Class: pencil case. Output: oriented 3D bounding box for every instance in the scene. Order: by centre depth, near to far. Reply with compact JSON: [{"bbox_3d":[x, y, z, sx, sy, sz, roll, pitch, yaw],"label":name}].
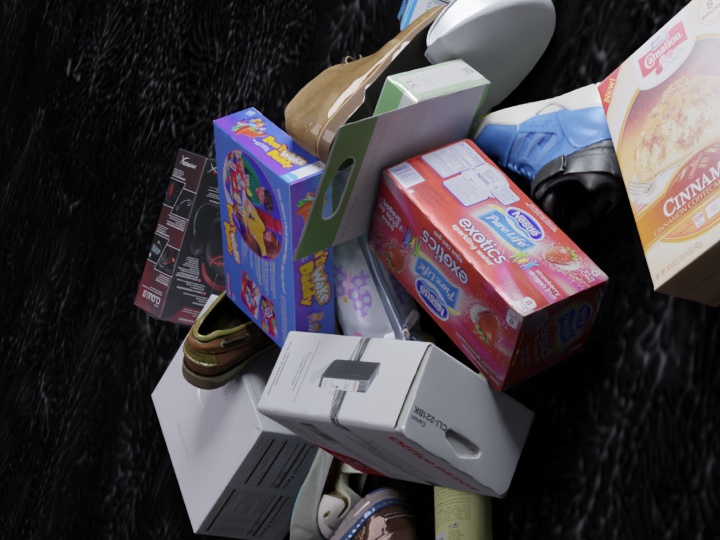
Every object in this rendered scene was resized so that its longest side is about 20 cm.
[{"bbox_3d":[0.000,0.000,1.547,0.091,0.082,0.202,142,106,-82],"label":"pencil case"}]

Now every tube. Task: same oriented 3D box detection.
[{"bbox_3d":[0.092,0.191,1.464,0.052,0.057,0.202,78,-170,-60],"label":"tube"}]

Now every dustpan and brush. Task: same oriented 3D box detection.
[{"bbox_3d":[0.150,-0.246,1.496,0.199,0.139,0.057,-37,56,9],"label":"dustpan and brush"}]

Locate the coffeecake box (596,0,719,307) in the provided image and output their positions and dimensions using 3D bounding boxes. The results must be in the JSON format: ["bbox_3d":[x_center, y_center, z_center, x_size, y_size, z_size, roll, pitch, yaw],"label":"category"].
[{"bbox_3d":[0.278,-0.100,1.268,0.153,0.073,0.202,-43,45,41],"label":"coffeecake box"}]

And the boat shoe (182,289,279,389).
[{"bbox_3d":[-0.105,0.041,1.661,0.071,0.200,0.068,23,132,19],"label":"boat shoe"}]

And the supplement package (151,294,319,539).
[{"bbox_3d":[-0.119,0.155,1.721,0.156,0.110,0.201,-56,39,28],"label":"supplement package"}]

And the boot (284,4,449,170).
[{"bbox_3d":[0.011,-0.179,1.472,0.075,0.074,0.200,31,64,32],"label":"boot"}]

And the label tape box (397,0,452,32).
[{"bbox_3d":[0.089,-0.297,1.603,0.200,0.063,0.145,-84,16,-78],"label":"label tape box"}]

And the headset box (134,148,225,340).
[{"bbox_3d":[-0.150,-0.015,1.794,0.075,0.148,0.202,22,97,56],"label":"headset box"}]

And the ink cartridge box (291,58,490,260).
[{"bbox_3d":[0.017,-0.098,1.428,0.048,0.199,0.146,42,130,28],"label":"ink cartridge box"}]

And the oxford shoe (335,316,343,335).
[{"bbox_3d":[-0.001,-0.015,1.636,0.073,0.071,0.202,49,138,43],"label":"oxford shoe"}]

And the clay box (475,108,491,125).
[{"bbox_3d":[0.075,-0.101,1.587,0.115,0.047,0.202,-15,66,55],"label":"clay box"}]

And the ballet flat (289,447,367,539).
[{"bbox_3d":[-0.017,0.202,1.598,0.063,0.067,0.202,22,97,48],"label":"ballet flat"}]

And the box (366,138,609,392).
[{"bbox_3d":[0.105,-0.008,1.397,0.200,0.099,0.096,48,144,31],"label":"box"}]

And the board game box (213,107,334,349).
[{"bbox_3d":[-0.080,-0.032,1.530,0.134,0.044,0.202,40,142,42],"label":"board game box"}]

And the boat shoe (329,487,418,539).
[{"bbox_3d":[-0.012,0.300,1.549,0.201,0.072,0.073,-59,39,23],"label":"boat shoe"}]

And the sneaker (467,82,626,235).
[{"bbox_3d":[0.158,-0.084,1.433,0.199,0.076,0.112,-15,57,46],"label":"sneaker"}]

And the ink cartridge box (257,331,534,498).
[{"bbox_3d":[0.030,0.124,1.426,0.199,0.144,0.084,3,65,52],"label":"ink cartridge box"}]
